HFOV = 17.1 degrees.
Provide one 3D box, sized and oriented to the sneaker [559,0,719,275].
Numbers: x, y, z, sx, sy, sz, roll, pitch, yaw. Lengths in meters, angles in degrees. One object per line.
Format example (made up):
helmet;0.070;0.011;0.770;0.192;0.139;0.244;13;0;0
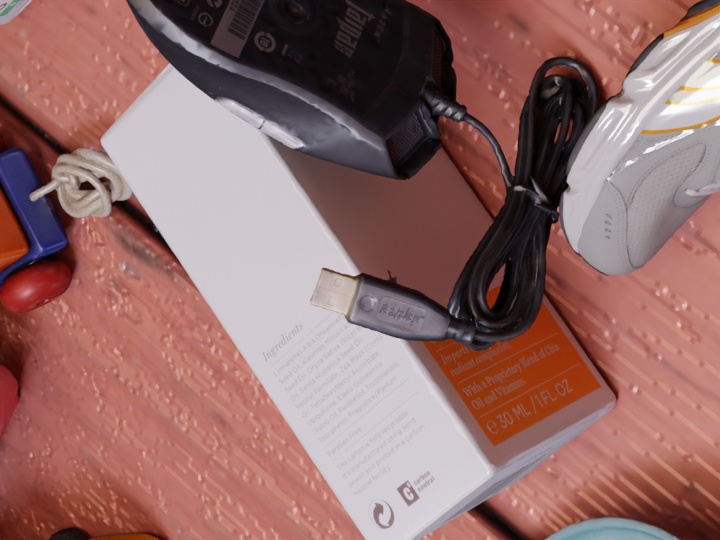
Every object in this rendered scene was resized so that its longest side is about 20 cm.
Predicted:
sneaker;0.147;-0.059;0.836;0.092;0.076;0.200;43;125;13

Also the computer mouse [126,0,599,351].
computer mouse;-0.013;-0.047;0.876;0.199;0.141;0.046;25;150;-15

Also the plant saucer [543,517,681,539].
plant saucer;0.107;0.196;0.923;0.200;0.036;0.201;-15;71;55

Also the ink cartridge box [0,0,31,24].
ink cartridge box;-0.242;-0.164;1.004;0.050;0.200;0.161;-41;79;38

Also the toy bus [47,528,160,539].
toy bus;-0.171;0.178;1.140;0.200;0.065;0.079;-22;92;38

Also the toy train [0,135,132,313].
toy train;-0.184;-0.014;1.060;0.200;0.116;0.085;-31;85;38

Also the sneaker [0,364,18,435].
sneaker;-0.221;0.123;1.124;0.074;0.087;0.200;40;102;9

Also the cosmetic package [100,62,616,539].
cosmetic package;0.000;0.000;0.940;0.071;0.101;0.200;-41;79;36
